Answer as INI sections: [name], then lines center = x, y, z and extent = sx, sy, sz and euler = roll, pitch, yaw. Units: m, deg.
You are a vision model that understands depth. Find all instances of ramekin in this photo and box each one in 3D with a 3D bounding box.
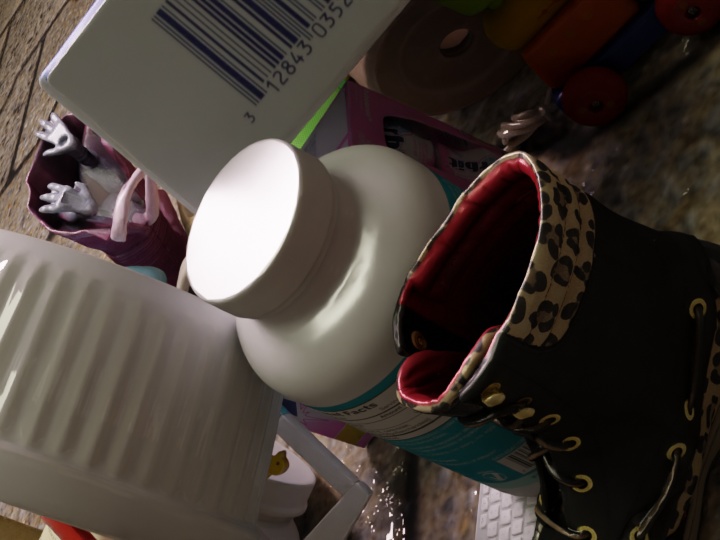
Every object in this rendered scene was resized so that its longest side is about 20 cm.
[ramekin]
center = -0.129, 0.056, 0.642
extent = 0.200, 0.199, 0.106
euler = -3, 66, 62

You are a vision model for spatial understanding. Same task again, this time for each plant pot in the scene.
[plant pot]
center = 0.028, -0.190, 0.839
extent = 0.200, 0.199, 0.175
euler = -50, 49, 31

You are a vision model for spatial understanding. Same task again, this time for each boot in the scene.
[boot]
center = 0.072, 0.063, 0.537
extent = 0.073, 0.150, 0.201
euler = 30, 93, 52

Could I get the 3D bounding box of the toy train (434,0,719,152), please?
[toy train]
center = 0.083, -0.127, 0.722
extent = 0.200, 0.115, 0.085
euler = -45, 32, 37

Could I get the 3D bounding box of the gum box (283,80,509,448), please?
[gum box]
center = 0.000, 0.000, 0.762
extent = 0.200, 0.113, 0.066
euler = -53, 28, 36

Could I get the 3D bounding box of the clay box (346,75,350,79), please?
[clay box]
center = 0.003, -0.228, 1.041
extent = 0.200, 0.047, 0.115
euler = -53, 28, 27

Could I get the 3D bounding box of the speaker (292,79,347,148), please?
[speaker]
center = -0.046, -0.091, 0.851
extent = 0.200, 0.088, 0.089
euler = 43, 115, 16

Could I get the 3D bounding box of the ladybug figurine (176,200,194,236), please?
[ladybug figurine]
center = -0.088, -0.079, 1.040
extent = 0.200, 0.071, 0.137
euler = 170, 101, -70

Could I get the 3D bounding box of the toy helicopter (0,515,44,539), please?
[toy helicopter]
center = -0.211, 0.185, 0.933
extent = 0.132, 0.200, 0.079
euler = -9, 59, 40

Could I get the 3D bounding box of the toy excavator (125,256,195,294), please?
[toy excavator]
center = -0.130, 0.035, 1.000
extent = 0.201, 0.193, 0.100
euler = 99, 173, -48

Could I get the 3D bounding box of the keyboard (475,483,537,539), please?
[keyboard]
center = 0.079, 0.082, 0.677
extent = 0.056, 0.011, 0.201
euler = -32, 42, 50

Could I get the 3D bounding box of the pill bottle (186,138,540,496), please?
[pill bottle]
center = 0.024, 0.018, 0.603
extent = 0.110, 0.199, 0.111
euler = -28, 48, 36

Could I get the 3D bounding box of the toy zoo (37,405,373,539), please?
[toy zoo]
center = -0.086, 0.117, 0.736
extent = 0.131, 0.200, 0.020
euler = -47, -9, 2

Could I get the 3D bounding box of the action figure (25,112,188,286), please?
[action figure]
center = -0.170, -0.036, 1.088
extent = 0.148, 0.200, 0.135
euler = 6, 61, 31

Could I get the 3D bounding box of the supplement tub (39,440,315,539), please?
[supplement tub]
center = -0.122, 0.185, 0.824
extent = 0.201, 0.144, 0.145
euler = -65, 25, 4

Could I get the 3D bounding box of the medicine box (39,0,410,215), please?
[medicine box]
center = -0.033, -0.142, 0.656
extent = 0.182, 0.103, 0.200
euler = -49, 9, 18
